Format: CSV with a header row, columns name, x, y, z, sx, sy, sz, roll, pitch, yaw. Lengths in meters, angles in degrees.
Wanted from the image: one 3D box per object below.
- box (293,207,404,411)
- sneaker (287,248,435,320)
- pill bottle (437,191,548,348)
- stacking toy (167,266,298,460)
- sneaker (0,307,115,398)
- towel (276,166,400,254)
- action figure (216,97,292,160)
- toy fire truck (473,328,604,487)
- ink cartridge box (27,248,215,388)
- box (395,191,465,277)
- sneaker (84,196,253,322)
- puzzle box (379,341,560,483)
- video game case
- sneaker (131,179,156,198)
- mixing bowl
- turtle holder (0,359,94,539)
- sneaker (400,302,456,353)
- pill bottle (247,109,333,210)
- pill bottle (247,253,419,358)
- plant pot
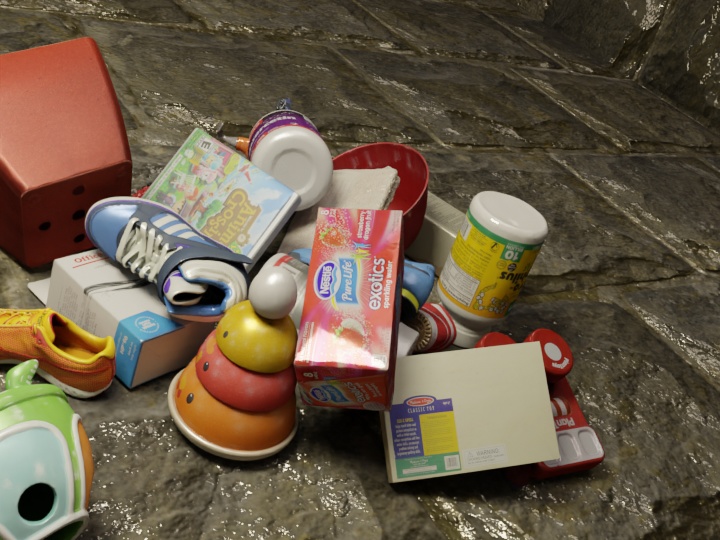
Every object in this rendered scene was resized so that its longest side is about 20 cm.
name,x,y,z,sx,sy,sz,roll,pitch,yaw
box,-0.007,0.039,0.946,0.098,0.096,0.203,3,56,7
sneaker,0.000,0.000,1.104,0.197,0.066,0.079,15,56,25
pill bottle,0.172,0.004,1.217,0.111,0.202,0.113,16,29,-9
stacking toy,-0.110,0.079,0.906,0.144,0.202,0.147,16,29,-9
sneaker,-0.344,0.063,0.903,0.197,0.078,0.073,16,31,-7
towel,-0.029,-0.072,1.217,0.130,0.035,0.202,-1,47,25
action figure,-0.145,-0.178,1.408,0.191,0.105,0.203,9,56,-30
toy fire truck,0.195,0.173,1.069,0.197,0.112,0.170,-2,55,-34
ink cartridge box,-0.275,0.033,1.004,0.199,0.069,0.115,36,31,24
box,0.147,-0.039,1.396,0.199,0.079,0.094,35,32,22
sneaker,-0.211,-0.011,0.944,0.198,0.082,0.147,25,11,-11
puzzle box,0.117,0.156,0.980,0.196,0.025,0.136,-4,78,-12
video game case,-0.201,-0.060,1.113,0.181,0.201,0.022,33,-11,19
sneaker,-0.231,-0.068,1.194,0.196,0.097,0.080,2,35,18
mixing bowl,0.020,-0.086,1.316,0.197,0.109,0.202,-13,44,13
turtle holder,-0.297,0.172,0.695,0.132,0.141,0.185,51,28,15
sneaker,0.035,0.061,1.169,0.198,0.072,0.112,21,7,33
pill bottle,-0.103,-0.162,1.242,0.111,0.114,0.200,13,16,-14
pill bottle,-0.037,0.072,1.055,0.198,0.115,0.114,28,30,9
plant pot,-0.374,-0.128,1.055,0.198,0.201,0.177,-23,61,-31
